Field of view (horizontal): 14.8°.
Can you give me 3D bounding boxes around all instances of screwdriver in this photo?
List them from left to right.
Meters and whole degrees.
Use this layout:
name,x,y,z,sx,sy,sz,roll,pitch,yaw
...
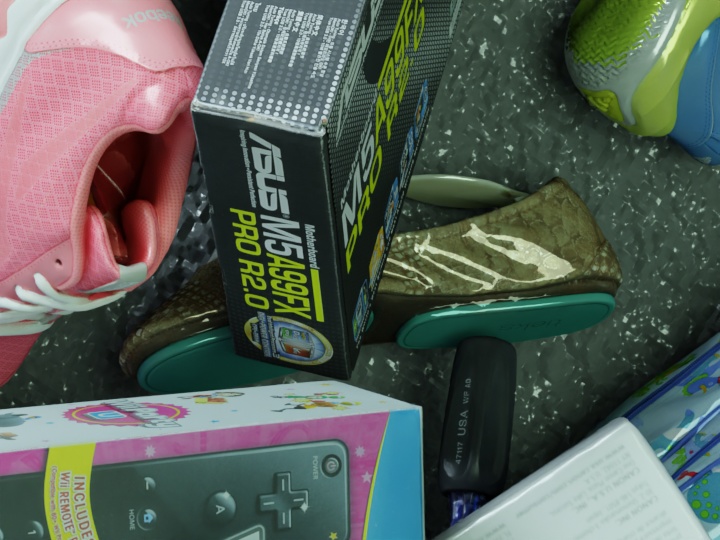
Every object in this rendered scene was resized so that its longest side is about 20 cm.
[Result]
name,x,y,z,sx,sy,sz,roll,pitch,yaw
screwdriver,0.038,0.120,0.990,0.029,0.028,0.201,3,73,1

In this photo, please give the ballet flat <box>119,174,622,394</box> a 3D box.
name,x,y,z,sx,sy,sz,roll,pitch,yaw
ballet flat,0.000,0.000,1.021,0.199,0.071,0.066,-6,69,-26

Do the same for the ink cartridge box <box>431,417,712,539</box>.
name,x,y,z,sx,sy,sz,roll,pitch,yaw
ink cartridge box,0.078,0.176,0.945,0.160,0.047,0.201,-33,85,-2

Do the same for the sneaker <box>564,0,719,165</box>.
name,x,y,z,sx,sy,sz,roll,pitch,yaw
sneaker,0.159,-0.130,1.080,0.105,0.076,0.200,40,81,-36

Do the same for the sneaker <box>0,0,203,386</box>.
name,x,y,z,sx,sy,sz,roll,pitch,yaw
sneaker,-0.105,-0.013,0.906,0.073,0.087,0.201,-9,140,-39

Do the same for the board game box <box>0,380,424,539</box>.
name,x,y,z,sx,sy,sz,roll,pitch,yaw
board game box,-0.080,0.117,0.847,0.199,0.064,0.148,-5,97,-28

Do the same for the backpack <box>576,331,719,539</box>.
name,x,y,z,sx,sy,sz,roll,pitch,yaw
backpack,0.143,0.110,1.051,0.199,0.154,0.164,-25,108,-2

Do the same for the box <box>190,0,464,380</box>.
name,x,y,z,sx,sy,sz,roll,pitch,yaw
box,-0.002,-0.088,0.925,0.044,0.160,0.201,12,61,9
